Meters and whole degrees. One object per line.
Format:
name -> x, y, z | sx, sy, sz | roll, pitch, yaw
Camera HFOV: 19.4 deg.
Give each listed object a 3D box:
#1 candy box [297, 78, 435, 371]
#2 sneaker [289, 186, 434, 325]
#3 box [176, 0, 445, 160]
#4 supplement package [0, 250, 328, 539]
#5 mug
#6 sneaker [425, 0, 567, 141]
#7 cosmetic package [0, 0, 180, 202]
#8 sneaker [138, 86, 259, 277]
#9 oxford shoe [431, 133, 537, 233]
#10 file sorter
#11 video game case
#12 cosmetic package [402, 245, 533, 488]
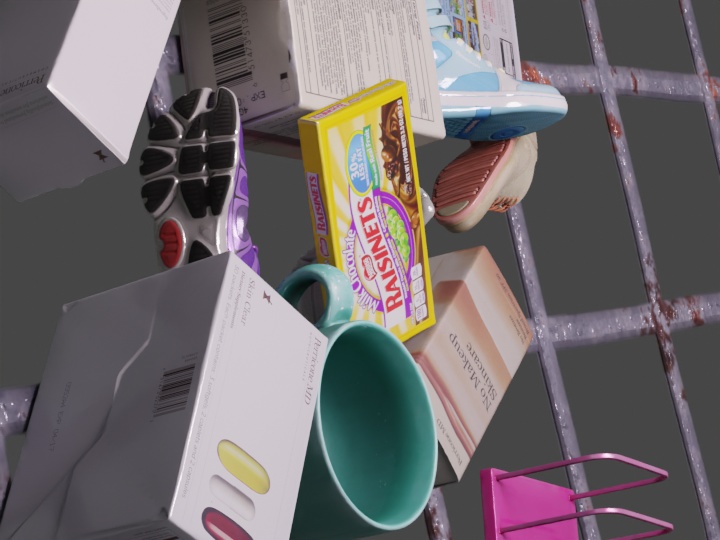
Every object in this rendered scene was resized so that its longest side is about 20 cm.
candy box -> 0.007, -0.034, 1.594 | 0.102, 0.026, 0.201 | -27, 118, -39
sneaker -> 0.000, 0.000, 1.665 | 0.075, 0.081, 0.201 | 54, 40, -29
box -> -0.038, -0.162, 1.650 | 0.199, 0.108, 0.129 | 8, 71, -55
supplement package -> -0.126, 0.114, 1.363 | 0.111, 0.155, 0.201 | 43, 44, -38
mug -> -0.029, 0.109, 1.543 | 0.152, 0.114, 0.186 | 43, 45, -39
sneaker -> 0.085, -0.183, 1.817 | 0.199, 0.079, 0.131 | 0, 71, -28
cosmetic package -> -0.194, -0.156, 1.423 | 0.085, 0.107, 0.201 | 46, 41, -34
sneaker -> -0.112, -0.033, 1.539 | 0.083, 0.080, 0.202 | 18, 71, -67
oxford shoe -> 0.122, -0.081, 1.886 | 0.074, 0.070, 0.200 | 62, 35, -21
file sorter -> 0.197, 0.268, 1.799 | 0.139, 0.125, 0.201 | 21, 60, -51
video game case -> 0.087, -0.259, 1.952 | 0.182, 0.023, 0.202 | 14, 66, -53
cosmetic package -> 0.057, 0.080, 1.707 | 0.104, 0.087, 0.200 | 60, 36, -23
